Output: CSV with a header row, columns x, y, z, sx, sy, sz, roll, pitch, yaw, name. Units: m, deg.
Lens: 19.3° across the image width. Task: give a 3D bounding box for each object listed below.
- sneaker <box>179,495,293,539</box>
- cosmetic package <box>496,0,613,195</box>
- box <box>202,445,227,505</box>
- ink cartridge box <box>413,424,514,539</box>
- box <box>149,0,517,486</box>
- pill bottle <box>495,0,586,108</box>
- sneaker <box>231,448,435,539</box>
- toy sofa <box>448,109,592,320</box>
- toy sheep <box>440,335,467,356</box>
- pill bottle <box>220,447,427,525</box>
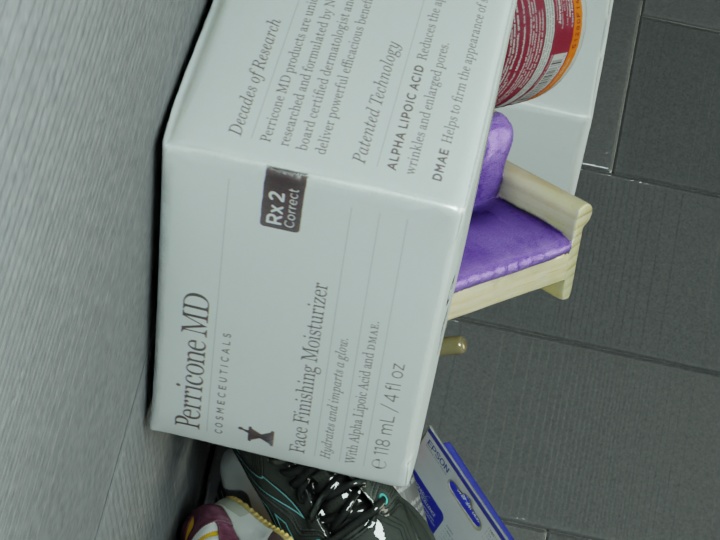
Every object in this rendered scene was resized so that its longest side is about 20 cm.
x,y,z,sx,sy,sz,roll,pitch,yaw,name
-0.084,0.176,1.143,0.075,0.090,0.200,66,-17,-6,sneaker
0.080,-0.141,1.622,0.166,0.198,0.166,98,6,-52,cosmetic package
-0.076,0.174,1.360,0.159,0.048,0.201,94,9,-67,box
0.046,0.180,1.302,0.100,0.039,0.200,57,-36,21,ink cartridge box
-0.011,-0.044,0.984,0.200,0.130,0.201,98,5,-49,box
0.039,-0.138,1.194,0.200,0.109,0.110,-18,123,-57,pill bottle
-0.028,0.112,1.127,0.075,0.200,0.079,-38,158,-5,sneaker
0.038,-0.019,1.214,0.199,0.083,0.098,-17,126,-40,toy sofa
0.018,0.010,1.711,0.138,0.137,0.201,97,0,-57,toy sheep
-0.019,0.142,1.243,0.111,0.110,0.201,-55,129,-82,pill bottle
